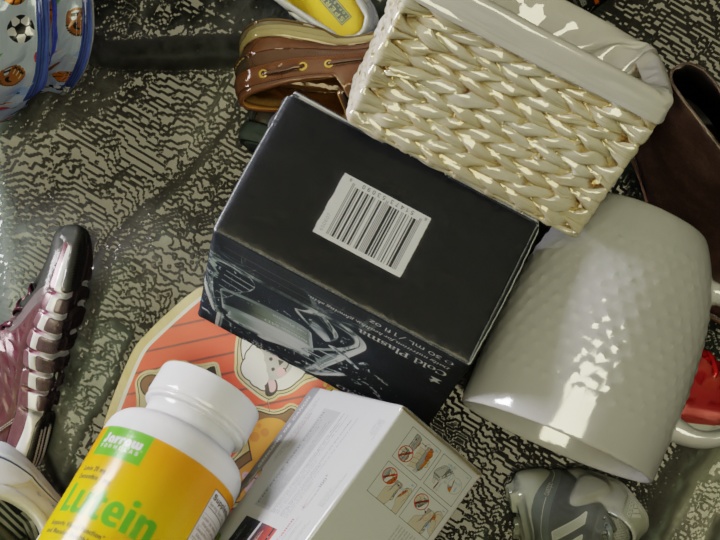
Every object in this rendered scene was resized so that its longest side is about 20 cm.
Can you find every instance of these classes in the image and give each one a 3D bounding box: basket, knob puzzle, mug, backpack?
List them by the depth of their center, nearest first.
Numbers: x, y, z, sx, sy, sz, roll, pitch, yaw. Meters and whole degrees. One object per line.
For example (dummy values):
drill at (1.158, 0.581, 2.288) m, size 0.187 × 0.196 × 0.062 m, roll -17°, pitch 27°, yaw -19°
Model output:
basket at (0.097, -0.129, 1.333) m, size 0.200 × 0.136 × 0.124 m, roll 27°, pitch 111°, yaw -7°
mug at (0.196, 0.052, 1.375) m, size 0.200 × 0.148 × 0.176 m, roll 23°, pitch 82°, yaw 8°
backpack at (-0.274, -0.199, 1.418) m, size 0.154 × 0.190 × 0.201 m, roll -12°, pitch 90°, yaw -14°
knob puzzle at (-0.102, 0.109, 1.491) m, size 0.219 × 0.030 × 0.220 m, roll 0°, pitch 90°, yaw 2°

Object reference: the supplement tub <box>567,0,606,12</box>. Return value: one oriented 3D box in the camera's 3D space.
supplement tub at (0.150, -0.251, 1.438) m, size 0.200 × 0.123 × 0.123 m, roll -37°, pitch 89°, yaw 2°

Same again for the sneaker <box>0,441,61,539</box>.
sneaker at (-0.230, 0.217, 1.452) m, size 0.200 × 0.071 × 0.073 m, roll 43°, pitch 117°, yaw -16°

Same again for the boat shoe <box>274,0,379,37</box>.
boat shoe at (-0.067, -0.242, 1.463) m, size 0.075 × 0.086 × 0.202 m, roll -43°, pitch 89°, yaw 1°

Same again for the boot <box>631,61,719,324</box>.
boot at (0.255, -0.049, 1.409) m, size 0.072 × 0.166 × 0.200 m, roll -30°, pitch 88°, yaw -8°

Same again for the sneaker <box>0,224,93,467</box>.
sneaker at (-0.280, 0.052, 1.476) m, size 0.115 × 0.076 × 0.201 m, roll 15°, pitch 91°, yaw 5°

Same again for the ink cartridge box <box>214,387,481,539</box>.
ink cartridge box at (-0.033, 0.190, 1.391) m, size 0.084 × 0.176 × 0.200 m, roll 41°, pitch 78°, yaw -19°

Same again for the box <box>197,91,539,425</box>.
box at (0.000, 0.000, 1.393) m, size 0.200 × 0.197 × 0.124 m, roll 28°, pitch 71°, yaw 2°

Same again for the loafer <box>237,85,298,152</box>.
loafer at (0.008, -0.091, 1.471) m, size 0.200 × 0.072 × 0.063 m, roll 21°, pitch 80°, yaw 5°

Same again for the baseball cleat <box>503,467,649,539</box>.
baseball cleat at (0.164, 0.207, 1.409) m, size 0.106 × 0.200 × 0.070 m, roll -9°, pitch 127°, yaw -1°

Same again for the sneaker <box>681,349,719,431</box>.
sneaker at (0.258, 0.071, 1.457) m, size 0.199 × 0.078 × 0.116 m, roll -3°, pitch 91°, yaw 1°

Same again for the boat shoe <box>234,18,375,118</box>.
boat shoe at (0.003, -0.136, 1.435) m, size 0.199 × 0.072 × 0.068 m, roll 6°, pitch 55°, yaw 7°

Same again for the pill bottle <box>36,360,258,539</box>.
pill bottle at (-0.155, 0.169, 1.399) m, size 0.111 × 0.111 × 0.200 m, roll 28°, pitch 66°, yaw 2°
